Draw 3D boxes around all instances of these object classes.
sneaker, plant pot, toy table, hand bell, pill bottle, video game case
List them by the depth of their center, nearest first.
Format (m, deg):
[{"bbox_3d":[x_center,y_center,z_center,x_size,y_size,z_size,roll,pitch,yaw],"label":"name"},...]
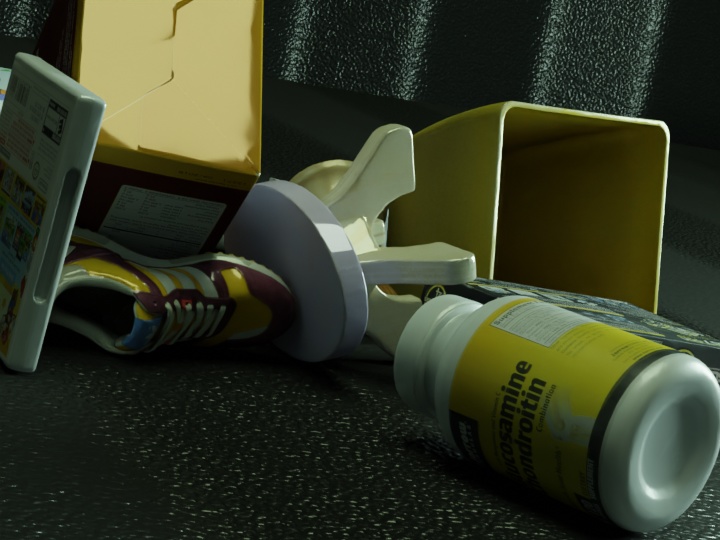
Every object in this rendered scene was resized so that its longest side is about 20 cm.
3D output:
[{"bbox_3d":[0.118,0.080,1.292,0.112,0.112,0.200,1,14,-46],"label":"pill bottle"},{"bbox_3d":[-0.226,-0.044,1.393,0.023,0.182,0.200,13,8,-24],"label":"video game case"},{"bbox_3d":[-0.138,0.030,1.444,0.200,0.075,0.090,10,28,-17],"label":"sneaker"},{"bbox_3d":[-0.009,-0.008,1.531,0.117,0.184,0.200,-13,30,-26],"label":"toy table"},{"bbox_3d":[0.000,0.000,1.713,0.104,0.104,0.200,8,28,-22],"label":"hand bell"},{"bbox_3d":[0.129,-0.038,1.787,0.200,0.200,0.176,3,2,-39],"label":"plant pot"}]

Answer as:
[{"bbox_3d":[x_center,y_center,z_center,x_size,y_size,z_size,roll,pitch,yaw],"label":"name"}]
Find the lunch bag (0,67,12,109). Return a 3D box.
[{"bbox_3d":[-0.327,-0.108,1.844,0.170,0.124,0.200,7,28,-30],"label":"lunch bag"}]

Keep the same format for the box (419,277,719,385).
[{"bbox_3d":[0.167,0.049,1.567,0.200,0.049,0.161,10,6,-33],"label":"box"}]

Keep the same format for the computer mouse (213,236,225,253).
[{"bbox_3d":[-0.080,-0.010,1.839,0.059,0.034,0.200,18,5,29],"label":"computer mouse"}]

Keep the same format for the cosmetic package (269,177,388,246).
[{"bbox_3d":[0.007,-0.035,1.935,0.200,0.051,0.083,14,8,-39],"label":"cosmetic package"}]

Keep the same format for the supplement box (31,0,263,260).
[{"bbox_3d":[-0.165,-0.109,1.509,0.133,0.198,0.200,11,-34,-19],"label":"supplement box"}]
